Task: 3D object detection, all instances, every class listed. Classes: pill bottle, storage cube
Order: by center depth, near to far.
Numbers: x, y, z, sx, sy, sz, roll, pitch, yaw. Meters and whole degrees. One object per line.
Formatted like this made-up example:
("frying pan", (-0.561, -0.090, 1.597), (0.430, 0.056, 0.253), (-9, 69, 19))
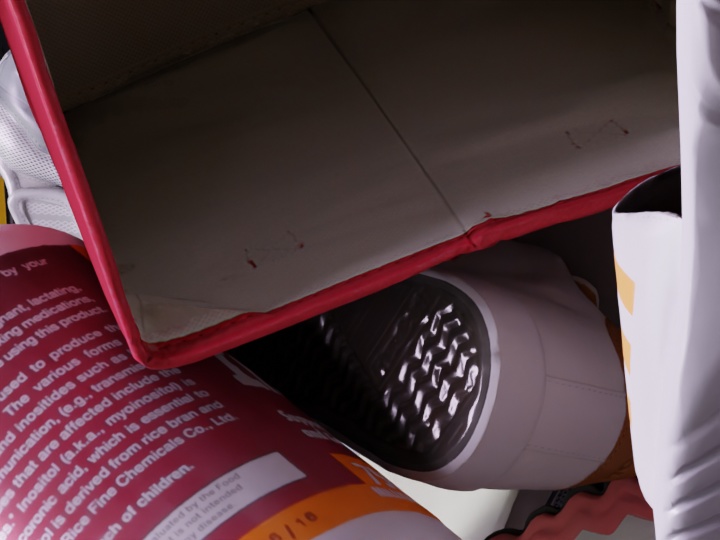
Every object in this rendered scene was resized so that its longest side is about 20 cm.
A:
("storage cube", (-0.014, -0.113, 0.719), (0.180, 0.170, 0.201), (-123, 15, -65))
("pill bottle", (-0.071, 0.060, 0.730), (0.200, 0.113, 0.113), (37, 154, 32))

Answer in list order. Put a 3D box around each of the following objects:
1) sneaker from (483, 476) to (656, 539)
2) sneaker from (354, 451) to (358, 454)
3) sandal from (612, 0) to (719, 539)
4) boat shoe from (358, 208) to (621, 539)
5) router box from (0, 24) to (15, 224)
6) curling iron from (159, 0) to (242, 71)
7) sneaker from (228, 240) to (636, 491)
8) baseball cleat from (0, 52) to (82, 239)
("sneaker", (0.042, 0.116, 0.796), (0.074, 0.199, 0.087), (18, -128, -56))
("sneaker", (0.042, 0.075, 0.992), (0.071, 0.099, 0.201), (177, 90, -70))
("sandal", (0.090, -0.019, 0.601), (0.059, 0.079, 0.208), (-118, 20, -53))
("boat shoe", (0.063, 0.011, 0.849), (0.075, 0.093, 0.200), (42, 132, 15))
("router box", (-0.100, -0.035, 1.124), (0.150, 0.199, 0.051), (68, 167, -7))
("curling iron", (-0.027, -0.123, 0.837), (0.050, 0.201, 0.026), (38, -166, 34))
("sneaker", (0.008, 0.016, 0.788), (0.200, 0.084, 0.073), (32, 108, 53))
("baseball cleat", (-0.050, -0.014, 1.076), (0.200, 0.107, 0.070), (34, -170, -8))
